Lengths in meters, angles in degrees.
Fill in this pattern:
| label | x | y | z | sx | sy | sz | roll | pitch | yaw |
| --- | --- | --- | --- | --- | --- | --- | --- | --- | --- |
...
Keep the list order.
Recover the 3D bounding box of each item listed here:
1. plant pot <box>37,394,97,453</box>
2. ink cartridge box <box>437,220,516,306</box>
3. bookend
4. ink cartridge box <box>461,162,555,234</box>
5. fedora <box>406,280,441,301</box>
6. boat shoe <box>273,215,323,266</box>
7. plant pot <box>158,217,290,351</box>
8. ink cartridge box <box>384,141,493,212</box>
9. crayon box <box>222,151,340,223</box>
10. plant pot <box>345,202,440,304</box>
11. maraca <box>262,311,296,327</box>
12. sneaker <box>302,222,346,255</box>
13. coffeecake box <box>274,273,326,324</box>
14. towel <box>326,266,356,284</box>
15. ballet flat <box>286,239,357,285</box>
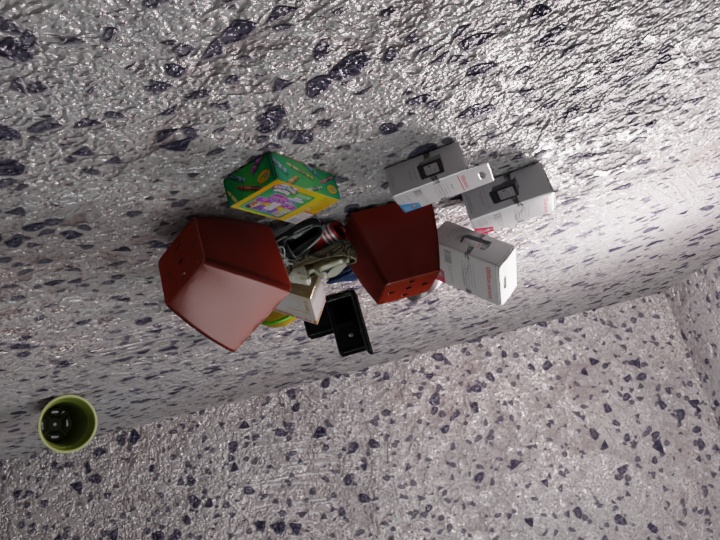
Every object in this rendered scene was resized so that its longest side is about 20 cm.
| label | x | y | z | sx | sy | sz | roll | pitch | yaw |
| --- | --- | --- | --- | --- | --- | --- | --- | --- | --- |
| plant pot | -1.074 | 0.550 | 2.609 | 0.200 | 0.200 | 0.190 | -3 | 172 | -37 |
| ink cartridge box | 0.273 | -0.018 | 1.761 | 0.085 | 0.200 | 0.146 | -45 | 143 | -27 |
| bookend | -0.083 | 0.186 | 2.261 | 0.200 | 0.199 | 0.092 | -16 | 165 | 3 |
| ink cartridge box | 0.351 | -0.166 | 1.723 | 0.200 | 0.084 | 0.145 | -19 | 163 | 10 |
| fedora | 0.161 | 0.009 | 1.914 | 0.177 | 0.090 | 0.200 | -34 | -163 | 39 |
| boat shoe | -0.164 | -0.042 | 1.568 | 0.199 | 0.068 | 0.074 | -32 | 123 | -2 |
| plant pot | -0.286 | 0.008 | 1.451 | 0.176 | 0.200 | 0.200 | 26 | 118 | -40 |
| ink cartridge box | 0.162 | -0.195 | 1.485 | 0.200 | 0.067 | 0.116 | -19 | 163 | 12 |
| crayon box | -0.144 | -0.151 | 1.366 | 0.119 | 0.058 | 0.200 | -25 | 161 | 28 |
| plant pot | 0.084 | -0.035 | 1.705 | 0.199 | 0.177 | 0.200 | -15 | 159 | -14 |
| maraca | -0.201 | 0.090 | 1.984 | 0.200 | 0.137 | 0.107 | -18 | 129 | 9 |
| sneaker | -0.088 | -0.051 | 1.709 | 0.115 | 0.078 | 0.200 | -12 | 164 | -8 |
| coffeecake box | -0.172 | 0.048 | 1.755 | 0.153 | 0.073 | 0.200 | 17 | 160 | 8 |
| towel | 0.000 | 0.000 | 1.948 | 0.112 | 0.049 | 0.200 | -18 | 171 | 35 |
| ballet flat | -0.100 | -0.008 | 1.629 | 0.200 | 0.075 | 0.068 | -20 | 145 | -10 |
